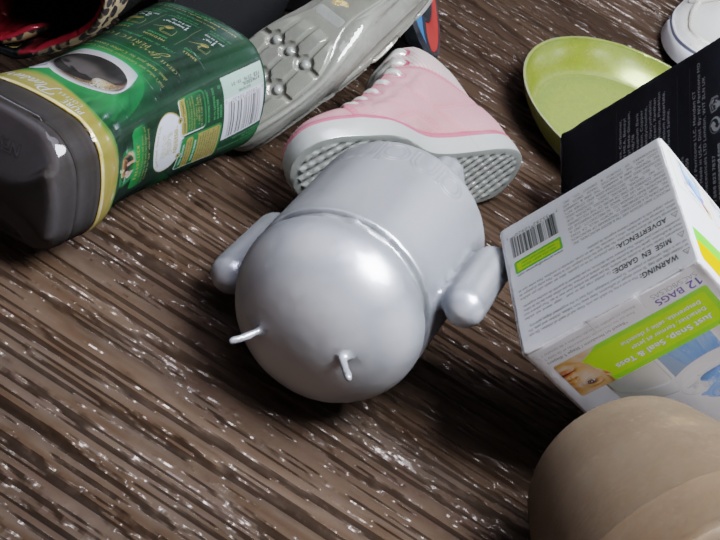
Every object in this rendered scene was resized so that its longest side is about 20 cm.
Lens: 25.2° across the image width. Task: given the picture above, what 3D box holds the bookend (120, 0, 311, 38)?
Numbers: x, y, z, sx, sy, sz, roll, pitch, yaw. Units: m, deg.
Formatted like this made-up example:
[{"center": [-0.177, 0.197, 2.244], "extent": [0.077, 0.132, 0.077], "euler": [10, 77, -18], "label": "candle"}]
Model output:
[{"center": [-0.078, -0.231, 1.168], "extent": [0.198, 0.092, 0.200], "euler": [5, 43, -26], "label": "bookend"}]

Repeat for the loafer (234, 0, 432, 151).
[{"center": [-0.018, -0.149, 1.071], "extent": [0.200, 0.070, 0.070], "euler": [-42, 63, -4], "label": "loafer"}]

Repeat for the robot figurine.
[{"center": [0.000, 0.000, 0.926], "extent": [0.169, 0.113, 0.200], "euler": [4, 30, 23], "label": "robot figurine"}]

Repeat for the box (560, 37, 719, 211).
[{"center": [0.262, -0.053, 1.050], "extent": [0.196, 0.200, 0.118], "euler": [8, 72, -23], "label": "box"}]

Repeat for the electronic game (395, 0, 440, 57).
[{"center": [0.028, -0.253, 1.195], "extent": [0.041, 0.200, 0.200], "euler": [-12, 39, 11], "label": "electronic game"}]

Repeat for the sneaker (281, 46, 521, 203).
[{"center": [0.011, -0.097, 1.076], "extent": [0.200, 0.075, 0.105], "euler": [-3, 50, -43], "label": "sneaker"}]

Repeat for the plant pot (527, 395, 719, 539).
[{"center": [0.166, 0.152, 0.806], "extent": [0.199, 0.201, 0.175], "euler": [11, 24, -19], "label": "plant pot"}]

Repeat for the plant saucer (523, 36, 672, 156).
[{"center": [0.211, -0.109, 1.245], "extent": [0.199, 0.031, 0.200], "euler": [15, 39, -13], "label": "plant saucer"}]

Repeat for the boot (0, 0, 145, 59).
[{"center": [-0.192, -0.179, 0.985], "extent": [0.199, 0.073, 0.151], "euler": [-1, 24, 24], "label": "boot"}]

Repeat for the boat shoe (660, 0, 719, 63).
[{"center": [0.323, -0.235, 1.426], "extent": [0.071, 0.070, 0.200], "euler": [33, 37, 8], "label": "boat shoe"}]

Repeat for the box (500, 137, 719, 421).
[{"center": [0.184, 0.040, 0.919], "extent": [0.200, 0.112, 0.102], "euler": [43, 27, -36], "label": "box"}]

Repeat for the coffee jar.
[{"center": [-0.152, -0.088, 0.957], "extent": [0.104, 0.086, 0.200], "euler": [27, 37, 23], "label": "coffee jar"}]
